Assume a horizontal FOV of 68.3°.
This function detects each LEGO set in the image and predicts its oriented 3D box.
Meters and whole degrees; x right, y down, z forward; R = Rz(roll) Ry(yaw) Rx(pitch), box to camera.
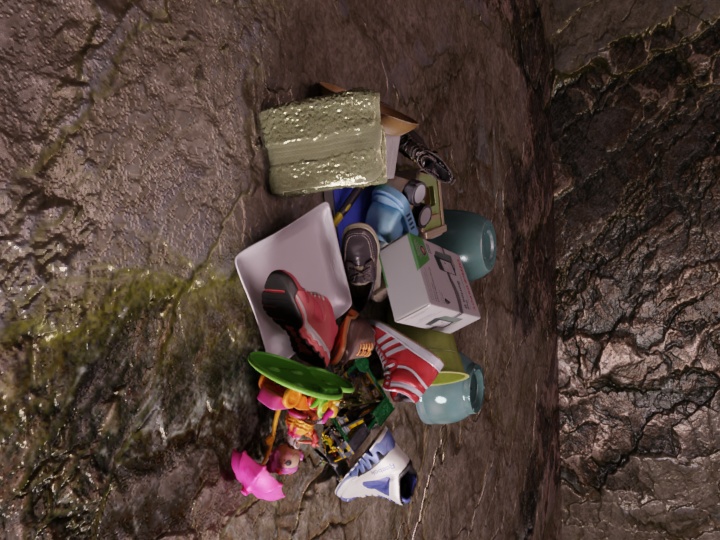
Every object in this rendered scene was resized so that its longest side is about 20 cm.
[{"bbox_3d":[-0.040,0.256,0.952,0.155,0.115,0.200,50,37,-6],"label":"LEGO set"}]

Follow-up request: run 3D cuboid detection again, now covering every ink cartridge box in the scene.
[{"bbox_3d":[0.134,0.029,1.021,0.198,0.083,0.149,16,52,-50],"label":"ink cartridge box"}]

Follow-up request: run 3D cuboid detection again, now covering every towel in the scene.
[{"bbox_3d":[-0.057,-0.197,0.824,0.037,0.194,0.153,-55,138,-76],"label":"towel"}]

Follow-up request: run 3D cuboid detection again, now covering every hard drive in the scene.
[{"bbox_3d":[-0.003,-0.120,1.062,0.199,0.025,0.136,-20,106,-57],"label":"hard drive"}]

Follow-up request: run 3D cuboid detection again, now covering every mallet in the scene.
[{"bbox_3d":[-0.037,-0.087,0.959,0.201,0.040,0.067,-51,131,-30],"label":"mallet"}]

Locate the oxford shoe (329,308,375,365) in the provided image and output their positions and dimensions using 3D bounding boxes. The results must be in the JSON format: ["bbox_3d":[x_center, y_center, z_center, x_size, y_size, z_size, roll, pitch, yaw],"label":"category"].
[{"bbox_3d":[-0.007,0.122,0.935,0.072,0.072,0.200,-61,179,15],"label":"oxford shoe"}]

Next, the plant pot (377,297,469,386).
[{"bbox_3d":[0.125,0.141,1.148,0.199,0.196,0.195,27,53,-55],"label":"plant pot"}]

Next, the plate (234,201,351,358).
[{"bbox_3d":[-0.104,0.020,0.852,0.198,0.032,0.205,-37,125,-38],"label":"plate"}]

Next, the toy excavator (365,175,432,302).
[{"bbox_3d":[0.052,-0.065,1.060,0.201,0.099,0.196,-51,143,-20],"label":"toy excavator"}]

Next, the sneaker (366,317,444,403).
[{"bbox_3d":[0.054,0.175,1.021,0.114,0.198,0.071,-55,141,-12],"label":"sneaker"}]

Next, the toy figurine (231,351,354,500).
[{"bbox_3d":[-0.111,0.239,0.781,0.198,0.148,0.188,22,90,-54],"label":"toy figurine"}]

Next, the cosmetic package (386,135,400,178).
[{"bbox_3d":[-0.021,-0.215,0.947,0.198,0.106,0.087,-15,118,-56],"label":"cosmetic package"}]

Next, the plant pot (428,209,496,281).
[{"bbox_3d":[0.258,-0.061,1.366,0.199,0.157,0.207,2,87,-59],"label":"plant pot"}]

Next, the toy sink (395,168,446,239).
[{"bbox_3d":[0.119,-0.122,1.183,0.129,0.110,0.206,-20,106,-56],"label":"toy sink"}]

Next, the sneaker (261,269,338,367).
[{"bbox_3d":[-0.087,0.059,0.819,0.088,0.072,0.203,-59,144,-34],"label":"sneaker"}]

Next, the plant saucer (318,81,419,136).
[{"bbox_3d":[0.011,-0.288,0.964,0.199,0.198,0.036,-14,132,-57],"label":"plant saucer"}]

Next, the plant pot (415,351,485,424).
[{"bbox_3d":[0.238,0.295,1.352,0.199,0.131,0.207,1,89,-59],"label":"plant pot"}]

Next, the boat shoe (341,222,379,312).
[{"bbox_3d":[0.000,0.000,0.969,0.203,0.070,0.066,92,-2,-50],"label":"boat shoe"}]

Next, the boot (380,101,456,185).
[{"bbox_3d":[0.096,-0.256,1.062,0.197,0.070,0.175,27,19,-27],"label":"boot"}]

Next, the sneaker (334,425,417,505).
[{"bbox_3d":[0.036,0.380,0.955,0.080,0.115,0.201,-37,163,-49],"label":"sneaker"}]
